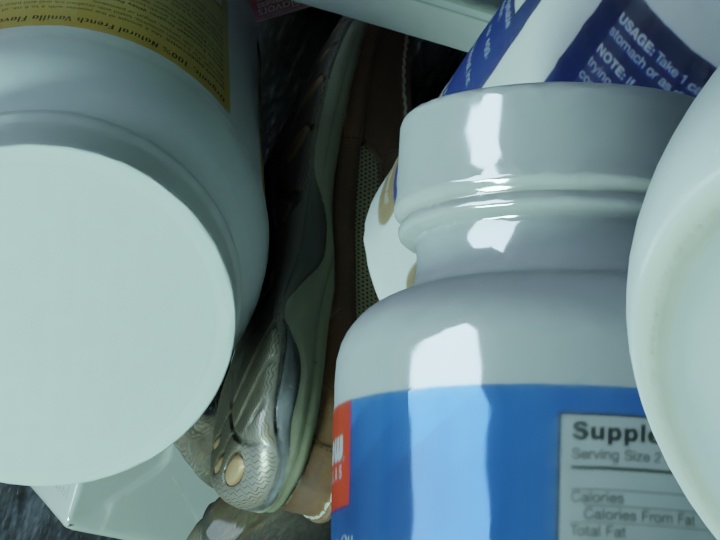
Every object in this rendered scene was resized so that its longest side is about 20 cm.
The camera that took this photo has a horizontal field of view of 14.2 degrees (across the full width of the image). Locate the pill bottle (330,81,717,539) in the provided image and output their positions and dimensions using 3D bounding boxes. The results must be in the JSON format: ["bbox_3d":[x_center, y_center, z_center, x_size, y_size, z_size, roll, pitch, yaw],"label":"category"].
[{"bbox_3d":[0.047,0.064,0.676,0.112,0.112,0.201,-21,65,59],"label":"pill bottle"}]

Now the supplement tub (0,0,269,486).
[{"bbox_3d":[-0.102,-0.033,0.967,0.200,0.144,0.145,-95,29,-61],"label":"supplement tub"}]

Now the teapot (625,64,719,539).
[{"bbox_3d":[0.160,-0.007,0.579,0.199,0.198,0.146,4,42,43],"label":"teapot"}]

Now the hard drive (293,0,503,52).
[{"bbox_3d":[-0.039,-0.137,0.972,0.026,0.199,0.132,-58,32,30],"label":"hard drive"}]

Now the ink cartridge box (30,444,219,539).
[{"bbox_3d":[-0.104,0.024,1.173,0.200,0.068,0.116,35,109,62],"label":"ink cartridge box"}]

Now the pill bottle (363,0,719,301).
[{"bbox_3d":[0.092,-0.053,0.773,0.200,0.110,0.111,-55,33,36],"label":"pill bottle"}]

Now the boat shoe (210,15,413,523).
[{"bbox_3d":[0.000,0.000,0.980,0.076,0.071,0.201,127,157,-55],"label":"boat shoe"}]

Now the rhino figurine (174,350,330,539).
[{"bbox_3d":[-0.033,0.104,1.001,0.087,0.060,0.201,-33,45,28],"label":"rhino figurine"}]

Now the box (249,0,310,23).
[{"bbox_3d":[-0.107,-0.139,1.096,0.103,0.199,0.095,-119,14,-53],"label":"box"}]
